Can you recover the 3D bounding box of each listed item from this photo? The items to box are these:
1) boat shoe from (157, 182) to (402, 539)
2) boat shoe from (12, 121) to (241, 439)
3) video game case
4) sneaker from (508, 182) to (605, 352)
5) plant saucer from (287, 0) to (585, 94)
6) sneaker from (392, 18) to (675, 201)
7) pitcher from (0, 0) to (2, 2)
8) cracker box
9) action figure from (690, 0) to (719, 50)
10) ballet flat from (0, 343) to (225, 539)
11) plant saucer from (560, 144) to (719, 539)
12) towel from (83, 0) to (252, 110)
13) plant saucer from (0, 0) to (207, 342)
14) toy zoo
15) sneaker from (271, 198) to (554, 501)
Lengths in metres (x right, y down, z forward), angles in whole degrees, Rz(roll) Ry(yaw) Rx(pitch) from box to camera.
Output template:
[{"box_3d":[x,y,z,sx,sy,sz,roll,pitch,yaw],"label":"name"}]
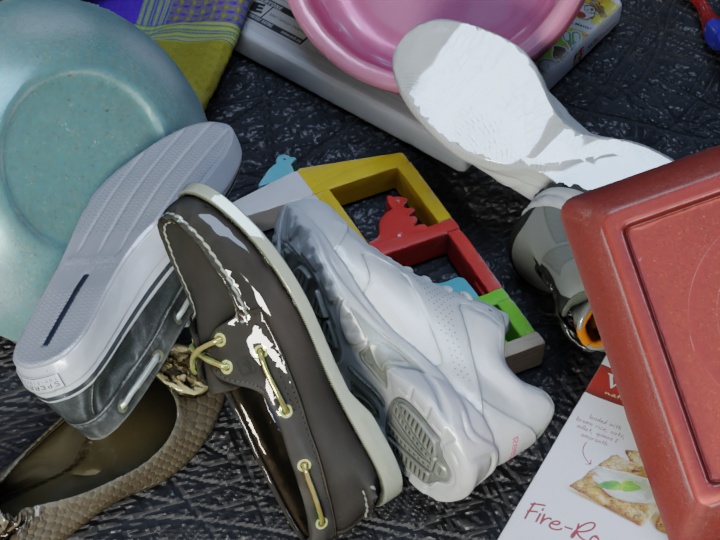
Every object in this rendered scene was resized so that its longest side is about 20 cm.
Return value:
[{"box_3d":[-0.052,0.050,1.414,0.061,0.072,0.201,-36,102,-24],"label":"boat shoe"},{"box_3d":[-0.118,0.005,1.456,0.072,0.071,0.200,3,47,38],"label":"boat shoe"},{"box_3d":[0.035,-0.159,1.714,0.200,0.023,0.182,29,51,22],"label":"video game case"},{"box_3d":[0.127,0.004,1.483,0.074,0.200,0.079,43,78,-20],"label":"sneaker"},{"box_3d":[0.050,-0.201,1.646,0.200,0.051,0.201,-2,82,16],"label":"plant saucer"},{"box_3d":[0.102,-0.068,1.586,0.200,0.088,0.075,36,78,10],"label":"sneaker"},{"box_3d":[-0.221,-0.243,1.698,0.200,0.121,0.172,35,47,30],"label":"pitcher"},{"box_3d":[0.149,0.146,1.410,0.134,0.058,0.200,22,48,14],"label":"cracker box"},{"box_3d":[0.246,-0.139,1.663,0.065,0.099,0.200,-16,51,-1],"label":"action figure"},{"box_3d":[-0.144,0.096,1.437,0.067,0.046,0.200,35,53,25],"label":"ballet flat"},{"box_3d":[0.221,0.022,1.361,0.200,0.037,0.200,-19,78,8],"label":"plant saucer"},{"box_3d":[-0.140,-0.162,1.682,0.144,0.023,0.200,5,45,16],"label":"towel"},{"box_3d":[-0.160,-0.057,1.500,0.201,0.039,0.201,5,81,-30],"label":"plant saucer"},{"box_3d":[0.000,0.000,1.559,0.131,0.020,0.200,-18,51,-21],"label":"toy zoo"},{"box_3d":[0.029,0.034,1.475,0.099,0.078,0.200,-22,63,-32],"label":"sneaker"}]
